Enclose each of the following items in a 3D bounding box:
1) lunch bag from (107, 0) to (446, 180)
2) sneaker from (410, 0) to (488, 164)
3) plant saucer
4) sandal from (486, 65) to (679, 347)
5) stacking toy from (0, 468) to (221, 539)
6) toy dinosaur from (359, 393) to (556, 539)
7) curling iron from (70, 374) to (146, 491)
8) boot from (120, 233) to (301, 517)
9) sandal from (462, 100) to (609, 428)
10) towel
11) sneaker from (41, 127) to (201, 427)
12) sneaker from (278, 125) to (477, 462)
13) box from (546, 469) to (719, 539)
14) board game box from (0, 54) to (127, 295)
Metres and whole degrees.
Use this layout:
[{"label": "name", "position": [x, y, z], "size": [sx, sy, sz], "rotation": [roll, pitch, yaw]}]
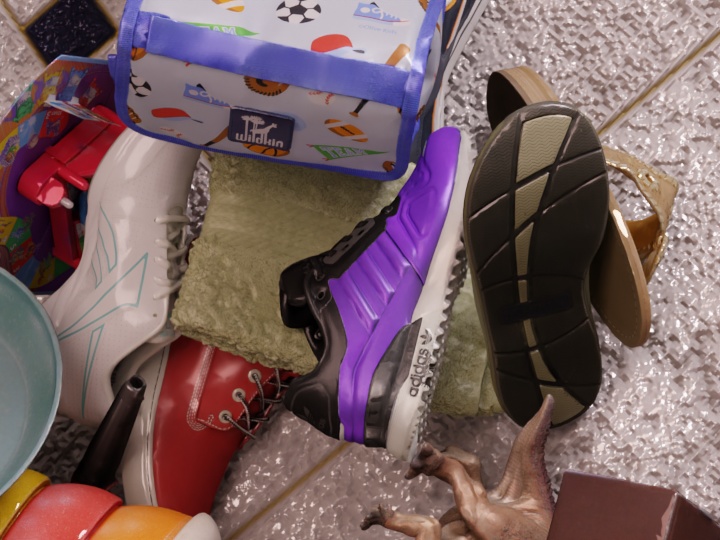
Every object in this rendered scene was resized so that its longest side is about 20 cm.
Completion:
[{"label": "lunch bag", "position": [-0.042, -0.122, 1.619], "size": [0.170, 0.200, 0.124], "rotation": [12, 102, 1]}, {"label": "sneaker", "position": [0.015, -0.120, 1.757], "size": [0.078, 0.079, 0.200], "rotation": [14, 80, 26]}, {"label": "plant saucer", "position": [-0.260, 0.077, 1.640], "size": [0.200, 0.036, 0.200], "rotation": [-4, 55, 5]}, {"label": "sandal", "position": [0.145, -0.048, 1.680], "size": [0.070, 0.078, 0.212], "rotation": [-13, 46, -18]}, {"label": "stacking toy", "position": [-0.192, 0.160, 1.655], "size": [0.200, 0.146, 0.146], "rotation": [29, 85, 7]}, {"label": "toy dinosaur", "position": [0.066, 0.171, 1.628], "size": [0.136, 0.086, 0.200], "rotation": [38, 72, 10]}, {"label": "curling iron", "position": [-0.156, 0.129, 1.710], "size": [0.050, 0.026, 0.200], "rotation": [-81, 15, -48]}, {"label": "boot", "position": [-0.058, 0.073, 1.729], "size": [0.144, 0.072, 0.200], "rotation": [0, 71, 20]}, {"label": "sandal", "position": [0.093, -0.005, 1.637], "size": [0.080, 0.201, 0.057], "rotation": [-5, 32, -6]}, {"label": "towel", "position": [0.000, 0.000, 1.697], "size": [0.200, 0.036, 0.148], "rotation": [15, 69, -6]}, {"label": "sneaker", "position": [-0.126, -0.001, 1.706], "size": [0.080, 0.070, 0.200], "rotation": [29, 100, 28]}, {"label": "sneaker", "position": [0.006, 0.002, 1.643], "size": [0.099, 0.070, 0.200], "rotation": [12, 65, 7]}, {"label": "box", "position": [0.129, 0.216, 1.574], "size": [0.075, 0.100, 0.200], "rotation": [12, 77, 27]}, {"label": "board game box", "position": [-0.159, -0.045, 1.740], "size": [0.039, 0.200, 0.158], "rotation": [32, 104, 24]}]
